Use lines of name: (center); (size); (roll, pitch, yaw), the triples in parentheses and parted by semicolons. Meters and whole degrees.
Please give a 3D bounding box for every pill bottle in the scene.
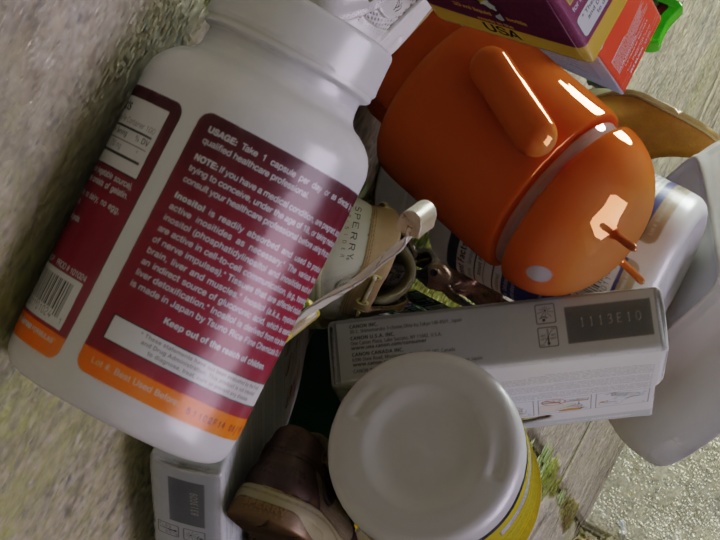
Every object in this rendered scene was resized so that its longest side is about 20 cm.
pill bottle: (-0.066, -0.025, 0.917); (0.201, 0.112, 0.113); (-63, 165, 0)
pill bottle: (0.116, -0.037, 1.340); (0.116, 0.199, 0.116); (-55, 164, -24)
pill bottle: (0.049, 0.123, 1.197); (0.112, 0.111, 0.200); (-61, 164, -9)

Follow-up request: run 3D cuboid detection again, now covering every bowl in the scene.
bowl: (0.228, 0.013, 1.421); (0.200, 0.074, 0.201); (-46, -148, 37)

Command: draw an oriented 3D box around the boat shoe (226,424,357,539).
boat shoe: (-0.031, 0.132, 1.218); (0.200, 0.072, 0.073); (59, 47, -71)

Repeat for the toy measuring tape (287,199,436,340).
toy measuring tape: (-0.053, 0.005, 1.029); (0.200, 0.074, 0.074); (-38, 178, 28)

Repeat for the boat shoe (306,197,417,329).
boat shoe: (0.000, 0.000, 1.221); (0.200, 0.066, 0.075); (58, 43, -81)

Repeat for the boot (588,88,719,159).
boot: (0.156, -0.066, 1.477); (0.071, 0.200, 0.145); (-159, -93, -74)

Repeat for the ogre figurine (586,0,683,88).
ogre figurine: (0.193, -0.216, 1.507); (0.200, 0.097, 0.120); (113, -1, -57)

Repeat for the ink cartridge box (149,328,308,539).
ink cartridge box: (-0.074, 0.075, 1.227); (0.161, 0.047, 0.201); (94, 11, -54)

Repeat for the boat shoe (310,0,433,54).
boat shoe: (0.037, -0.189, 1.074); (0.200, 0.070, 0.070); (-54, 162, -27)

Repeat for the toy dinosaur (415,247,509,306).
toy dinosaur: (0.137, -0.030, 1.528); (0.136, 0.199, 0.086); (-103, 171, -49)

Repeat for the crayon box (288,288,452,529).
crayon box: (-0.004, 0.105, 1.443); (0.174, 0.058, 0.200); (-66, 164, 10)

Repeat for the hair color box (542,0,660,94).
hair color box: (0.119, -0.176, 1.293); (0.064, 0.110, 0.200); (-65, 165, 2)

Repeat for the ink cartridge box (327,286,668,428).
ink cartridge box: (0.087, 0.062, 1.273); (0.174, 0.198, 0.044); (71, 14, -74)

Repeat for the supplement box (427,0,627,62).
supplement box: (0.066, -0.210, 0.963); (0.131, 0.103, 0.200); (-59, 144, -13)

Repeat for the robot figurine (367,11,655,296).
robot figurine: (0.089, -0.066, 1.191); (0.116, 0.200, 0.144); (-30, 155, -44)

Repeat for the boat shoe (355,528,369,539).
boat shoe: (-0.020, 0.235, 1.451); (0.200, 0.062, 0.072); (-41, 170, 25)
